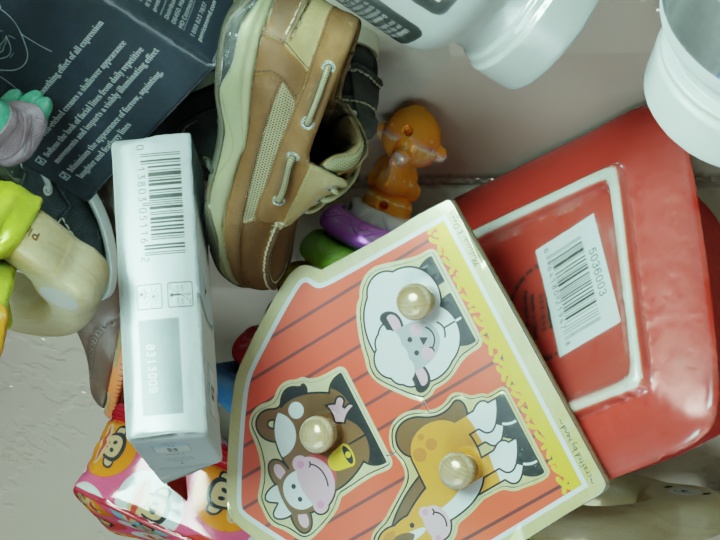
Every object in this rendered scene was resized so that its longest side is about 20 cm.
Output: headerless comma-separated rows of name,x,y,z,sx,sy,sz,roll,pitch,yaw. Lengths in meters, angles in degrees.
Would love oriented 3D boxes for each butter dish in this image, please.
butter dish,0.146,0.039,1.245,0.147,0.202,0.199,20,146,-41

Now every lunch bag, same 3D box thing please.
lunch bag,-0.087,0.162,1.444,0.175,0.082,0.200,24,170,9

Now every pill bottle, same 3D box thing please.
pill bottle,0.208,-0.146,1.043,0.113,0.114,0.201,17,139,0
pill bottle,0.019,-0.180,1.067,0.199,0.117,0.116,32,137,-18

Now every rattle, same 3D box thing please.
rattle,0.181,0.111,1.405,0.198,0.144,0.130,-2,171,-2
rattle,-0.222,0.033,1.135,0.129,0.144,0.199,20,160,-35

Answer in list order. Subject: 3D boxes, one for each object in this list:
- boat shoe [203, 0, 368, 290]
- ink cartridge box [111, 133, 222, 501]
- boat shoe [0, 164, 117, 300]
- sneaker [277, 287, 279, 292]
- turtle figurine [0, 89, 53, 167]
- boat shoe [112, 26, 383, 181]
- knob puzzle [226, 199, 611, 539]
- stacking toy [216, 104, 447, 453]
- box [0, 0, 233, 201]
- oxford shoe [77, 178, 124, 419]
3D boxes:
boat shoe,-0.036,-0.062,1.140,0.073,0.076,0.201,15,140,8
ink cartridge box,-0.097,0.033,1.214,0.047,0.162,0.200,-6,164,3
boat shoe,-0.205,-0.057,1.283,0.075,0.060,0.201,-6,117,39
sneaker,-0.044,0.072,1.402,0.078,0.076,0.201,9,139,12
turtle figurine,-0.239,-0.120,1.073,0.149,0.101,0.200,11,153,28
boat shoe,-0.070,-0.074,1.239,0.199,0.068,0.072,-21,160,37
knob puzzle,0.007,0.087,1.185,0.218,0.222,0.030,-2,180,21
stacking toy,0.000,0.000,1.261,0.115,0.110,0.202,23,99,18
box,-0.179,-0.157,1.166,0.199,0.108,0.148,32,138,-18
oxford shoe,-0.156,0.012,1.390,0.072,0.071,0.201,27,135,15
